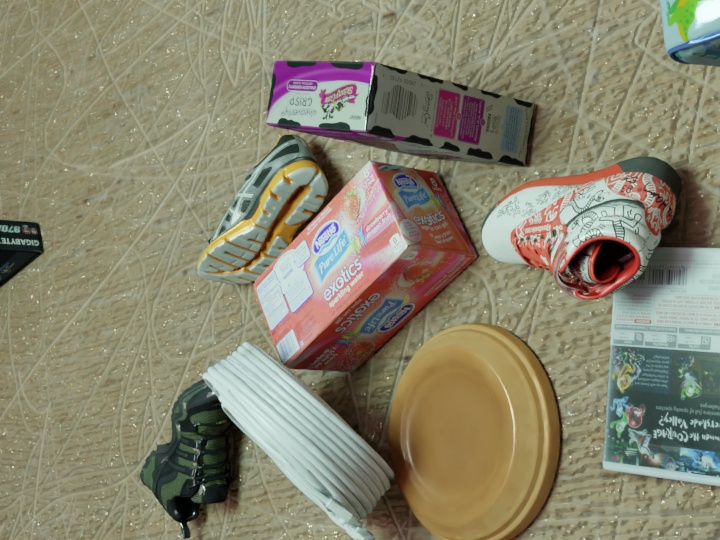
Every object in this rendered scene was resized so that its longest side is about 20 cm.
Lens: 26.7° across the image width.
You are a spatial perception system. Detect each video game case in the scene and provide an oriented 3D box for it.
[{"bbox_3d":[0.277,0.074,1.174,0.199,0.023,0.183,2,87,47],"label":"video game case"}]

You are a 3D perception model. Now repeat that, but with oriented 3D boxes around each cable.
[{"bbox_3d":[-0.058,0.150,1.408,0.069,0.200,0.200,-45,15,-9],"label":"cable"}]

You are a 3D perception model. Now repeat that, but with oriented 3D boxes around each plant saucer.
[{"bbox_3d":[0.091,0.147,1.357,0.199,0.037,0.202,-6,81,46],"label":"plant saucer"}]

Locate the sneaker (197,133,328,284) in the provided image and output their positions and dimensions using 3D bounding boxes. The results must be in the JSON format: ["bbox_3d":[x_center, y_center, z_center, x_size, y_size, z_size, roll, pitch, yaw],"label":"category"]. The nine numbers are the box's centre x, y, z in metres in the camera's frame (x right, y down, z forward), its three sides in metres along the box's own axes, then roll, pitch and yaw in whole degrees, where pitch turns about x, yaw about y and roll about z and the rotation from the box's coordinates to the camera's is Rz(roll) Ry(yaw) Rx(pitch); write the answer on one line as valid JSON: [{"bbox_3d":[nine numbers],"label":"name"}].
[{"bbox_3d":[-0.103,-0.059,1.572,0.200,0.078,0.078,-44,43,31],"label":"sneaker"}]

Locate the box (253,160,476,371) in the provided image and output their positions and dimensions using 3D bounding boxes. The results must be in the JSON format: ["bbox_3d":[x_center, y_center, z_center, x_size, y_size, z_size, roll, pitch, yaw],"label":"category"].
[{"bbox_3d":[0.000,0.000,1.428,0.200,0.094,0.103,-45,55,34],"label":"box"}]

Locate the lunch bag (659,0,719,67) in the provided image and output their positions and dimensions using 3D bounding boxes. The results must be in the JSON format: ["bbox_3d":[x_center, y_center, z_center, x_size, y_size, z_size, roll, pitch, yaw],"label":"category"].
[{"bbox_3d":[0.311,-0.195,1.035,0.160,0.199,0.083,-16,81,47],"label":"lunch bag"}]

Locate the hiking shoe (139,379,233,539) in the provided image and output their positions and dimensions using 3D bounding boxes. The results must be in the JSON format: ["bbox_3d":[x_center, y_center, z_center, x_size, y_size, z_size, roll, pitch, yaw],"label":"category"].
[{"bbox_3d":[-0.160,0.194,1.609,0.101,0.075,0.201,53,132,27],"label":"hiking shoe"}]

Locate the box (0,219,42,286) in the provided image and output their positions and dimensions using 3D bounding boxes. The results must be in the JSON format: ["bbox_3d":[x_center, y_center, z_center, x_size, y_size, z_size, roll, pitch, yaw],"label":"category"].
[{"bbox_3d":[-0.529,-0.009,1.958,0.199,0.158,0.046,-31,65,40],"label":"box"}]

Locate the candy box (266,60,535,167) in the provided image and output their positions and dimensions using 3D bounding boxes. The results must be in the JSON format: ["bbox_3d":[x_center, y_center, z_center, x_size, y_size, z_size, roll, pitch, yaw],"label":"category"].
[{"bbox_3d":[0.036,-0.136,1.326,0.136,0.199,0.062,10,92,48],"label":"candy box"}]

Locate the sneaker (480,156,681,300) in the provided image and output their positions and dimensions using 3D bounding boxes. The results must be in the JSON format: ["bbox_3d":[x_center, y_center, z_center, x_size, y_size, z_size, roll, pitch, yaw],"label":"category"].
[{"bbox_3d":[0.162,-0.022,1.241,0.201,0.067,0.108,-18,32,42],"label":"sneaker"}]
